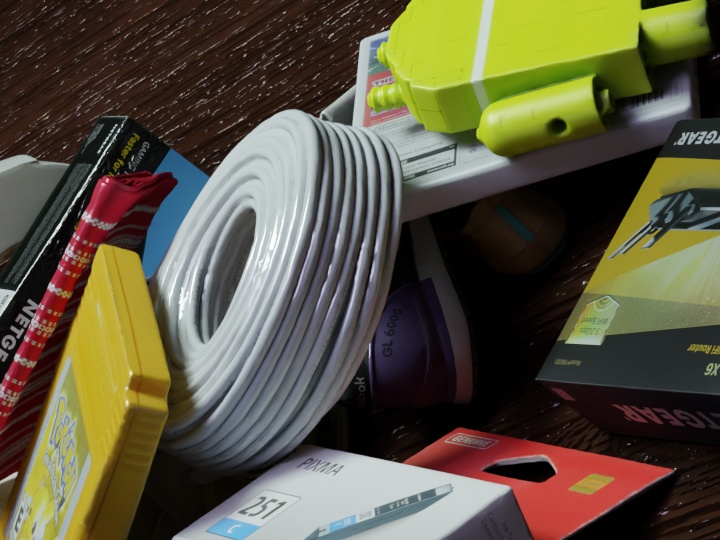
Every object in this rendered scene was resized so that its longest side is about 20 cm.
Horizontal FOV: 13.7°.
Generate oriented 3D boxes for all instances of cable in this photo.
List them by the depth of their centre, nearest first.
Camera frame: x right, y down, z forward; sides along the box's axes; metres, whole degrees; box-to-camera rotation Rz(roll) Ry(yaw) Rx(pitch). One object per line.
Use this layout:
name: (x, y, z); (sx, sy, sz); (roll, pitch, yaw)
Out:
cable: (-0.052, 0.010, 1.586); (0.200, 0.069, 0.201); (-14, 56, 63)

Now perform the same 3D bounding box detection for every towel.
towel: (-0.167, 0.033, 1.710); (0.200, 0.022, 0.145); (-64, -5, 7)

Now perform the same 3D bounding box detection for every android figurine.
android figurine: (0.099, -0.128, 1.640); (0.199, 0.041, 0.182); (-13, 35, 16)

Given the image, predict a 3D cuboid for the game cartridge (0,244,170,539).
game cartridge: (-0.151, 0.110, 1.596); (0.176, 0.032, 0.201); (-113, 39, -63)

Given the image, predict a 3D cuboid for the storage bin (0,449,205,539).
storage bin: (-0.169, 0.208, 1.734); (0.200, 0.094, 0.199); (-24, 37, 47)

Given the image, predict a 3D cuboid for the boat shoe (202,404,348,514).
boat shoe: (-0.042, 0.098, 1.668); (0.063, 0.073, 0.200); (-57, 19, 29)

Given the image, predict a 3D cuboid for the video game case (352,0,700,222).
video game case: (0.090, -0.103, 1.672); (0.199, 0.023, 0.182); (-17, 33, 15)

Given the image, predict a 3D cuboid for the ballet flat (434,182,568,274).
ballet flat: (0.058, -0.051, 1.712); (0.069, 0.063, 0.200); (-53, 24, -4)

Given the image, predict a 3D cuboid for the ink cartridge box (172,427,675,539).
ink cartridge box: (0.026, 0.115, 1.469); (0.176, 0.045, 0.200); (-33, 18, -25)

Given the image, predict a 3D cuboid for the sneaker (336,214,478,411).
sneaker: (0.000, 0.000, 1.659); (0.087, 0.076, 0.200); (-9, 38, -9)

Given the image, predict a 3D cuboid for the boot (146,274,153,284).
boot: (-0.101, 0.027, 1.776); (0.200, 0.097, 0.075); (-44, -5, 20)

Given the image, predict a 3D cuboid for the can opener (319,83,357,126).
can opener: (-0.015, -0.065, 1.777); (0.066, 0.053, 0.200); (-16, 16, 41)

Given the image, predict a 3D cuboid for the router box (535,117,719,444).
router box: (0.187, 0.003, 1.422); (0.200, 0.052, 0.158); (0, 57, 61)

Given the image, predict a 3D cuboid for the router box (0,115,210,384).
router box: (-0.150, 0.026, 1.877); (0.200, 0.149, 0.051); (-59, 24, -12)

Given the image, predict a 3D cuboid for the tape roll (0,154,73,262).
tape roll: (-0.203, 0.029, 1.904); (0.203, 0.203, 0.037); (-58, 25, -10)
